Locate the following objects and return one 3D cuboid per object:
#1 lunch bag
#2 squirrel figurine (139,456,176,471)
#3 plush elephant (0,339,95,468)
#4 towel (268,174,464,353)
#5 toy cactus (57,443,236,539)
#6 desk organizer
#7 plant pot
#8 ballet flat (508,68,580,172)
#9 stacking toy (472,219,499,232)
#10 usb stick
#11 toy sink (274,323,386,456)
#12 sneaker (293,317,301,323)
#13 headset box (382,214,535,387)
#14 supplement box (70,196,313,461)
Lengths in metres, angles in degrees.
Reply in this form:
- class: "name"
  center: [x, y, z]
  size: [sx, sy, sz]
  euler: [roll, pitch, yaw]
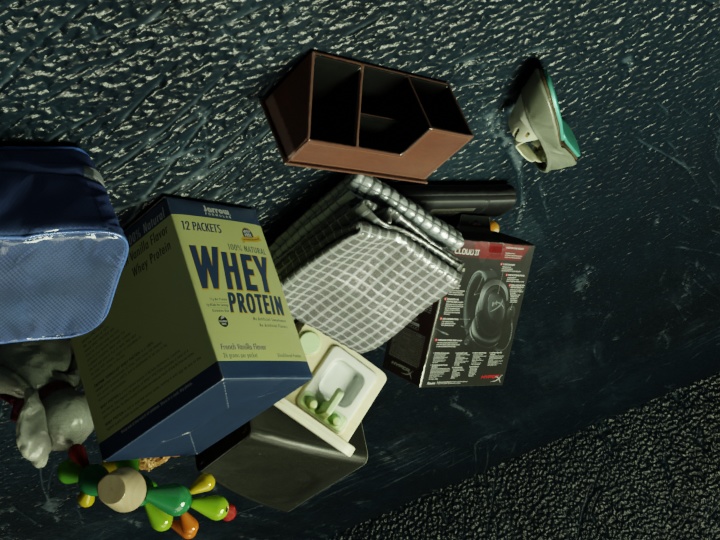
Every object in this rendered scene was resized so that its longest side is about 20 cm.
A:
- class: "lunch bag"
  center: [-0.297, -0.030, 1.016]
  size: [0.198, 0.133, 0.137]
  euler: [-4, 138, -36]
- class: "squirrel figurine"
  center: [-0.211, 0.145, 1.458]
  size: [0.186, 0.142, 0.200]
  euler: [-36, -170, 19]
- class: "plush elephant"
  center: [-0.355, 0.148, 1.352]
  size: [0.163, 0.156, 0.200]
  euler: [0, 152, -43]
- class: "towel"
  center: [0.000, 0.000, 1.335]
  size: [0.165, 0.086, 0.200]
  euler: [31, 132, -26]
- class: "toy cactus"
  center: [-0.235, 0.227, 1.276]
  size: [0.198, 0.103, 0.165]
  euler: [23, 172, 9]
- class: "desk organizer"
  center: [0.010, -0.141, 1.120]
  size: [0.199, 0.072, 0.077]
  euler: [3, 147, -47]
- class: "plant pot"
  center: [-0.133, 0.206, 1.687]
  size: [0.176, 0.202, 0.200]
  euler: [14, 142, -38]
- class: "ballet flat"
  center: [0.191, -0.151, 1.277]
  size: [0.063, 0.068, 0.200]
  euler: [-18, 160, 13]
- class: "stacking toy"
  center: [0.093, -0.008, 1.509]
  size: [0.199, 0.110, 0.116]
  euler: [-28, 159, -14]
- class: "usb stick"
  center: [0.104, -0.081, 1.410]
  size: [0.198, 0.033, 0.055]
  euler: [-4, 161, -38]
- class: "toy sink"
  center: [-0.054, 0.140, 1.505]
  size: [0.113, 0.130, 0.200]
  euler: [-56, -169, -7]
- class: "sneaker"
  center: [-0.082, 0.035, 1.450]
  size: [0.199, 0.080, 0.074]
  euler: [3, 148, -48]
- class: "headset box"
  center: [0.121, 0.033, 1.438]
  size: [0.148, 0.203, 0.077]
  euler: [2, -167, -42]
- class: "supplement box"
  center: [-0.187, 0.064, 1.246]
  size: [0.199, 0.202, 0.134]
  euler: [-34, 156, 32]
